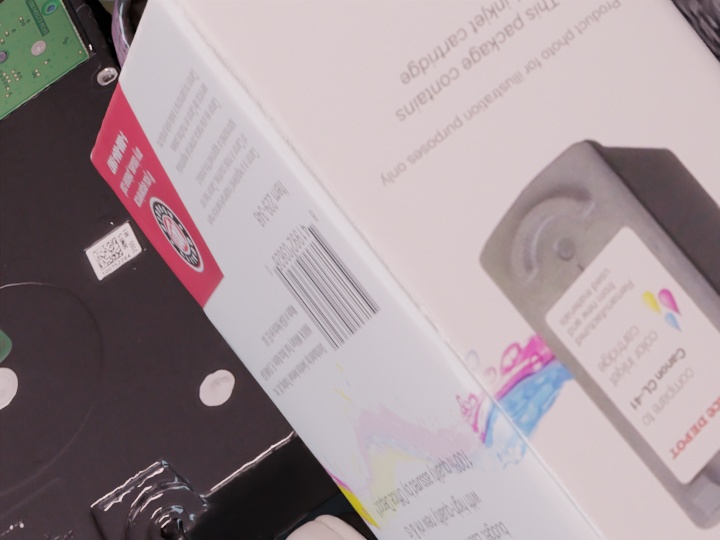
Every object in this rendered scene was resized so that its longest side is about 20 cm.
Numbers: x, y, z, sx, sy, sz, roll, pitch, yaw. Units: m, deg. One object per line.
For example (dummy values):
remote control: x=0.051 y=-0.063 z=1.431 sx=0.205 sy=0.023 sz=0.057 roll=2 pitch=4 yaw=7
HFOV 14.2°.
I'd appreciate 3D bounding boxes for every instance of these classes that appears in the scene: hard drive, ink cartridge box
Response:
hard drive: x=-0.100 y=0.020 z=0.791 sx=0.038 sy=0.139 sz=0.200 roll=50 pitch=-173 yaw=-50
ink cartridge box: x=0.039 y=0.016 z=0.597 sx=0.200 sy=0.086 sz=0.148 roll=51 pitch=164 yaw=1

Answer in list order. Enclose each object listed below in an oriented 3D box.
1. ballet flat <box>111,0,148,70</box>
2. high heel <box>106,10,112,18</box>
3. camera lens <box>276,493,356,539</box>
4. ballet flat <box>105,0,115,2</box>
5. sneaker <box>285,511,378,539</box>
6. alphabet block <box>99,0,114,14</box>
ballet flat: x=0.000 y=0.000 z=0.734 sx=0.200 sy=0.069 sz=0.071 roll=52 pitch=-164 yaw=7
high heel: x=-0.112 y=0.020 z=0.856 sx=0.071 sy=0.201 sz=0.143 roll=21 pitch=-174 yaw=-3
camera lens: x=-0.011 y=0.074 z=0.887 sx=0.160 sy=0.159 sz=0.200 roll=53 pitch=169 yaw=24
ballet flat: x=-0.065 y=-0.110 z=0.863 sx=0.071 sy=0.070 sz=0.200 roll=58 pitch=171 yaw=-1
sneaker: x=0.076 y=0.116 z=0.712 sx=0.200 sy=0.111 sz=0.073 roll=44 pitch=149 yaw=33
alphabet block: x=-0.118 y=-0.001 z=1.066 sx=0.196 sy=0.199 sz=0.197 roll=54 pitch=169 yaw=19
